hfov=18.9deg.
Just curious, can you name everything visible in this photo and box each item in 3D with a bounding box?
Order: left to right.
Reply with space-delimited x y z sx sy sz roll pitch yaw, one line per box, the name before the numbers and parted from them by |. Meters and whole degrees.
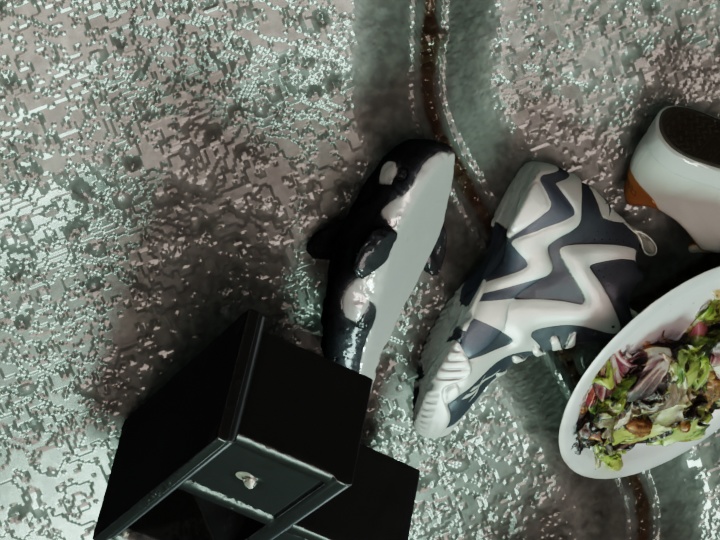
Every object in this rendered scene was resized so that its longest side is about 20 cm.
bookend | -0.037 0.137 1.374 0.199 0.093 0.199 25 146 -19
orca plush | 0.000 0.000 1.414 0.105 0.071 0.201 -29 138 -48
sneaker | 0.124 0.040 1.427 0.129 0.079 0.200 25 96 -10
plate of salad | 0.220 0.074 1.436 0.199 0.048 0.201 -24 144 -19
sneaker | 0.268 -0.039 1.429 0.199 0.073 0.085 24 136 -6
